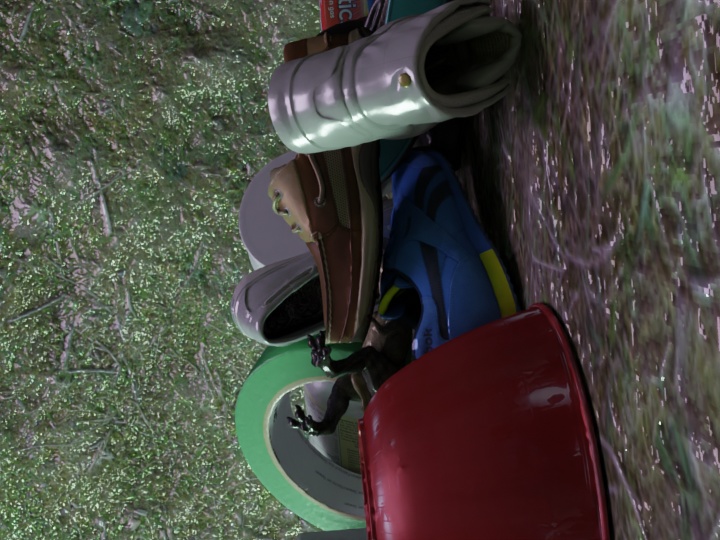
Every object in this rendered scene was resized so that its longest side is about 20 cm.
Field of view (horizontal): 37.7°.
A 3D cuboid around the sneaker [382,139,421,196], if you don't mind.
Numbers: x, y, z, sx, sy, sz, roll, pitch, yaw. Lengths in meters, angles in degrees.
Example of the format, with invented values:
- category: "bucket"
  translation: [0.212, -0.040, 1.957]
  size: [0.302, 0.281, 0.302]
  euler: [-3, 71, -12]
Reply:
- category: "sneaker"
  translation: [0.016, -0.099, 0.869]
  size: [0.200, 0.080, 0.071]
  euler: [-56, -55, -70]

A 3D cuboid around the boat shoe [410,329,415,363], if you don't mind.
- category: "boat shoe"
  translation: [0.063, 0.094, 0.714]
  size: [0.075, 0.074, 0.204]
  euler: [93, 172, -63]

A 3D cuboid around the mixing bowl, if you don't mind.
- category: "mixing bowl"
  translation: [0.056, 0.122, 0.567]
  size: [0.200, 0.107, 0.202]
  euler: [175, 90, -87]

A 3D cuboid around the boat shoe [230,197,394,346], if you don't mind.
- category: "boat shoe"
  translation: [0.000, 0.000, 0.793]
  size: [0.068, 0.198, 0.073]
  euler: [35, 141, 60]

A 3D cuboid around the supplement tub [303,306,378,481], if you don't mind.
- category: "supplement tub"
  translation: [0.021, 0.122, 0.958]
  size: [0.145, 0.143, 0.202]
  euler: [-99, 5, -59]

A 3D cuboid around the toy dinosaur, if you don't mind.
- category: "toy dinosaur"
  translation: [-0.001, 0.079, 0.737]
  size: [0.047, 0.087, 0.202]
  euler: [14, 101, 55]

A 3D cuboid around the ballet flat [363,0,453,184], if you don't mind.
- category: "ballet flat"
  translation: [0.026, -0.146, 0.736]
  size: [0.068, 0.067, 0.201]
  euler: [-81, 14, -73]

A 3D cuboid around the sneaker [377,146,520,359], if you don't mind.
- category: "sneaker"
  translation: [0.039, -0.016, 0.700]
  size: [0.201, 0.078, 0.066]
  euler: [-110, 7, -49]

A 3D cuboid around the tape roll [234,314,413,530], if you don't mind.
- category: "tape roll"
  translation: [-0.002, 0.130, 0.849]
  size: [0.048, 0.199, 0.202]
  euler: [-59, -29, -51]

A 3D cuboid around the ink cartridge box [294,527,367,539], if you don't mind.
- category: "ink cartridge box"
  translation: [0.030, 0.311, 0.844]
  size: [0.084, 0.144, 0.202]
  euler: [-73, -27, -66]

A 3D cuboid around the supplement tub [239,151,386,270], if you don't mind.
- category: "supplement tub"
  translation: [-0.026, -0.022, 1.052]
  size: [0.200, 0.144, 0.146]
  euler: [48, -147, -63]

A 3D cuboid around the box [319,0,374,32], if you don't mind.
- category: "box"
  translation: [0.008, -0.269, 0.957]
  size: [0.100, 0.094, 0.201]
  euler: [-100, 5, -55]

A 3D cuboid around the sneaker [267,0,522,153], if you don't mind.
- category: "sneaker"
  translation: [0.050, -0.115, 0.604]
  size: [0.200, 0.115, 0.074]
  euler: [-35, -68, -52]

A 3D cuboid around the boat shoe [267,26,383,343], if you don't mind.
- category: "boat shoe"
  translation: [-0.022, -0.054, 0.683]
  size: [0.076, 0.073, 0.202]
  euler: [57, -147, -87]

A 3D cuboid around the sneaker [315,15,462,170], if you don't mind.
- category: "sneaker"
  translation: [0.015, -0.140, 0.832]
  size: [0.201, 0.114, 0.076]
  euler: [-98, 3, -51]
